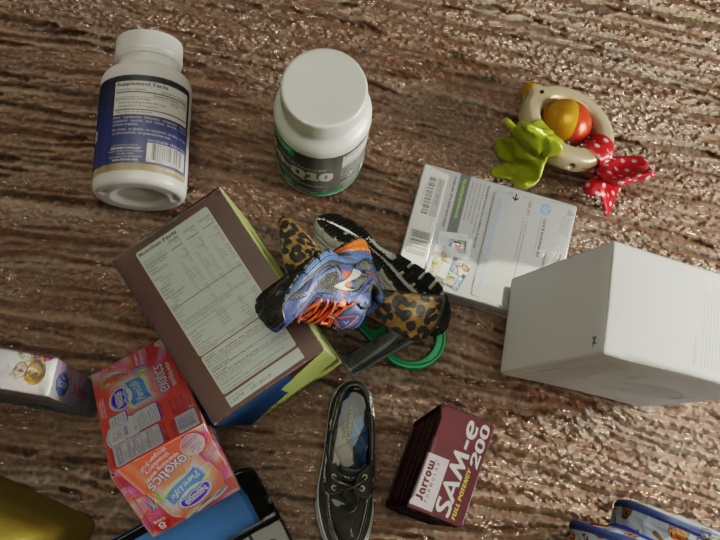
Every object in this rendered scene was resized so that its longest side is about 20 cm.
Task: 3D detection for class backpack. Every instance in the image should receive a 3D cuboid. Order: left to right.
[{"bbox_3d":[0.306,0.329,0.952,0.190,0.200,0.155,15,70,7],"label":"backpack"}]

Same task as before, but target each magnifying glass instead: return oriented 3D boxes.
[{"bbox_3d":[0.008,0.060,1.082,0.199,0.022,0.080,21,74,0],"label":"magnifying glass"}]

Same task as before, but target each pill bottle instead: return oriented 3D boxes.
[{"bbox_3d":[-0.261,-0.182,1.077,0.110,0.111,0.201,1,75,-4],"label":"pill bottle"},{"bbox_3d":[-0.045,-0.170,1.043,0.112,0.200,0.114,1,75,-3],"label":"pill bottle"}]

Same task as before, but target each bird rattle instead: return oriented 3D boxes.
[{"bbox_3d":[0.269,-0.169,1.123,0.199,0.113,0.164,7,59,-5],"label":"bird rattle"}]

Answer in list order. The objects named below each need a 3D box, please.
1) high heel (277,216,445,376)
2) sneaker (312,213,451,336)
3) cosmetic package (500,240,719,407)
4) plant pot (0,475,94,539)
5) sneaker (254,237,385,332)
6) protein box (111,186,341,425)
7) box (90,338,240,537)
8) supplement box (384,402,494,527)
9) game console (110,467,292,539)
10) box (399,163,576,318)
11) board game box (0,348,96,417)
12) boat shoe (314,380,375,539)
[{"bbox_3d":[0.000,0.000,0.978,0.142,0.071,0.201,-34,84,26],"label":"high heel"},{"bbox_3d":[0.019,0.017,1.049,0.200,0.080,0.074,38,32,17],"label":"sneaker"},{"bbox_3d":[0.293,0.067,0.981,0.199,0.199,0.124,14,74,-19],"label":"cosmetic package"},{"bbox_3d":[-0.416,0.303,0.894,0.194,0.200,0.196,24,74,2],"label":"plant pot"},{"bbox_3d":[-0.027,0.023,0.861,0.075,0.200,0.079,-36,85,30],"label":"sneaker"},{"bbox_3d":[-0.137,0.049,0.973,0.135,0.199,0.200,-34,80,-2],"label":"protein box"},{"bbox_3d":[-0.211,0.168,0.939,0.102,0.200,0.095,-27,119,-11],"label":"box"},{"bbox_3d":[0.080,0.212,0.952,0.061,0.200,0.109,21,75,1],"label":"supplement box"},{"bbox_3d":[-0.164,0.330,0.944,0.199,0.118,0.171,-27,81,-10],"label":"game console"},{"bbox_3d":[0.154,-0.031,1.104,0.199,0.041,0.157,15,76,1],"label":"box"},{"bbox_3d":[-0.397,0.111,0.945,0.199,0.200,0.041,10,74,-2],"label":"board game box"},{"bbox_3d":[-0.011,0.223,1.012,0.070,0.066,0.201,8,75,-2],"label":"boat shoe"}]
